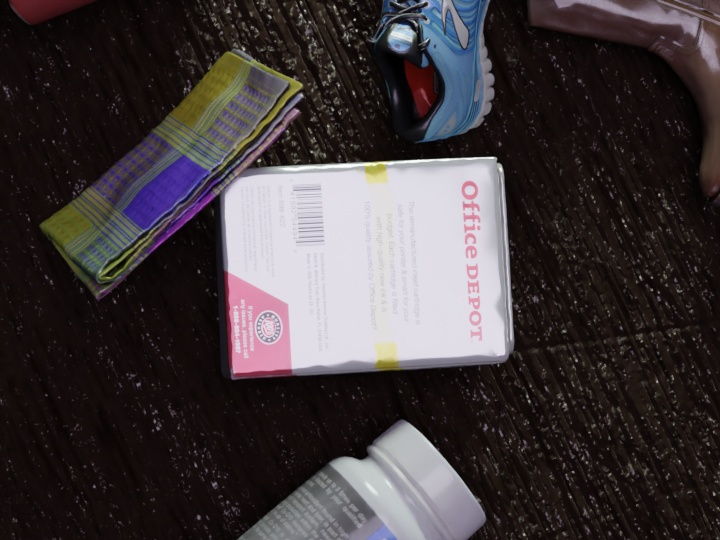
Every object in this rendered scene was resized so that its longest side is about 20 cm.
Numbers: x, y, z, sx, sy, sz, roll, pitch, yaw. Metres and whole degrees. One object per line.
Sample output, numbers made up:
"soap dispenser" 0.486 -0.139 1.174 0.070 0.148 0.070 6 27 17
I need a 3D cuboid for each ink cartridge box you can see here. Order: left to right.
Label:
"ink cartridge box" 0.000 0.000 1.685 0.199 0.083 0.146 -2 87 -7

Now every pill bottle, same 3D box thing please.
"pill bottle" -0.017 0.203 1.665 0.200 0.114 0.114 -40 92 -7

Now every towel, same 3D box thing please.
"towel" -0.132 -0.074 1.654 0.200 0.144 0.023 -43 119 -3

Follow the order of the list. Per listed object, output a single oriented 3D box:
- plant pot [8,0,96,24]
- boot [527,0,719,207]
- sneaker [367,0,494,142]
"plant pot" -0.192 -0.275 1.637 0.177 0.200 0.201 -31 91 3
"boot" 0.199 -0.159 1.736 0.199 0.064 0.187 17 72 -9
"sneaker" 0.048 -0.181 1.668 0.078 0.090 0.201 7 115 32
